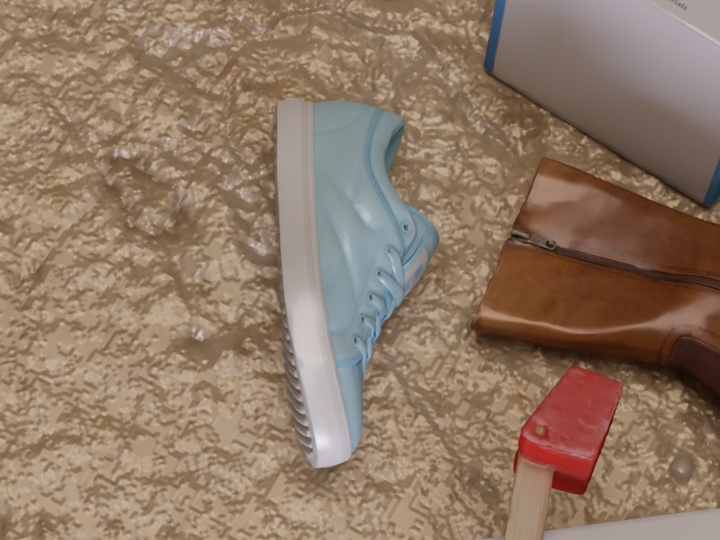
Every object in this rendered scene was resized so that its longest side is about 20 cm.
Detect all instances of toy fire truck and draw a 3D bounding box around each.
[{"bbox_3d":[0.109,0.156,1.159,0.141,0.049,0.200,24,66,8],"label":"toy fire truck"}]

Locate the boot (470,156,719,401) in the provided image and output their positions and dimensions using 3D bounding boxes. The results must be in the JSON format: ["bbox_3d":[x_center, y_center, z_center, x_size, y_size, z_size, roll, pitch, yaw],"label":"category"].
[{"bbox_3d":[0.153,0.044,1.299,0.200,0.068,0.188,17,65,5],"label":"boot"}]

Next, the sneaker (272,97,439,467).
[{"bbox_3d":[0.000,0.000,1.306,0.082,0.074,0.200,-3,66,-2],"label":"sneaker"}]

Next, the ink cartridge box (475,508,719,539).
[{"bbox_3d":[0.114,0.218,1.204,0.145,0.083,0.200,-7,65,-7],"label":"ink cartridge box"}]

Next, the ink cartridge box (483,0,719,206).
[{"bbox_3d":[0.182,-0.172,1.359,0.146,0.147,0.200,33,66,12],"label":"ink cartridge box"}]
